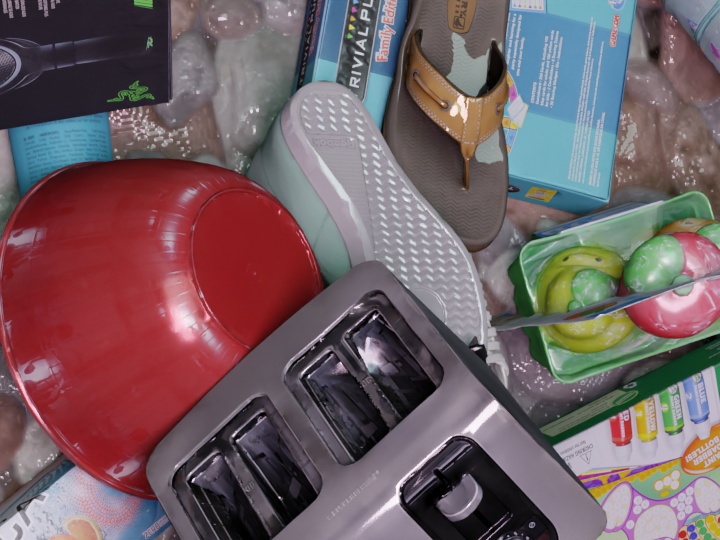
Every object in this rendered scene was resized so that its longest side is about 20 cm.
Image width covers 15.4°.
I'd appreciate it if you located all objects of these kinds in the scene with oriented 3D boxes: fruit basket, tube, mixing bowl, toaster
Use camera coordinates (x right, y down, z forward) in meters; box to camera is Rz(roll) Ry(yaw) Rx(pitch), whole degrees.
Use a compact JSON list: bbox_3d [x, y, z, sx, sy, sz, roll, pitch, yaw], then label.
[{"bbox_3d":[0.174,0.000,1.565,0.184,0.200,0.094,-17,87,-19],"label":"fruit basket"},{"bbox_3d":[-0.176,-0.087,1.553,0.077,0.050,0.201,-4,76,-20],"label":"tube"},{"bbox_3d":[-0.092,0.018,1.476,0.199,0.108,0.201,21,58,-39],"label":"mixing bowl"},{"bbox_3d":[0.004,0.111,1.380,0.181,0.200,0.119,-41,125,3],"label":"toaster"}]

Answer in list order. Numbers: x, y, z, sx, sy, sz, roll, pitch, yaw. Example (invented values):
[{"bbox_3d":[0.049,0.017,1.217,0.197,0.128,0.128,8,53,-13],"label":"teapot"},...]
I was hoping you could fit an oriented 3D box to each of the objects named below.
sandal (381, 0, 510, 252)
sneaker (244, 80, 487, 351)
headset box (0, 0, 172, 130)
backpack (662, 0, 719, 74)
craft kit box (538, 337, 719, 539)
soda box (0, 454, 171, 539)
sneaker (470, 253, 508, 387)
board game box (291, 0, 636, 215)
[{"bbox_3d":[0.062,-0.112,1.575,0.081,0.055,0.201,13,76,-16],"label":"sandal"},{"bbox_3d":[0.000,0.000,1.551,0.073,0.118,0.201,-21,78,-29],"label":"sneaker"},{"bbox_3d":[-0.195,-0.153,1.463,0.199,0.174,0.093,-10,69,-9],"label":"headset box"},{"bbox_3d":[0.282,-0.200,1.672,0.199,0.167,0.127,-30,70,-17],"label":"backpack"},{"bbox_3d":[0.197,0.160,1.601,0.199,0.048,0.199,-25,107,-20],"label":"craft kit box"},{"bbox_3d":[-0.202,0.175,1.481,0.200,0.068,0.064,-40,100,-20],"label":"soda box"},{"bbox_3d":[0.052,0.045,1.568,0.076,0.080,0.201,10,71,-38],"label":"sneaker"},{"bbox_3d":[0.064,-0.132,1.634,0.199,0.047,0.152,13,76,-15],"label":"board game box"}]
